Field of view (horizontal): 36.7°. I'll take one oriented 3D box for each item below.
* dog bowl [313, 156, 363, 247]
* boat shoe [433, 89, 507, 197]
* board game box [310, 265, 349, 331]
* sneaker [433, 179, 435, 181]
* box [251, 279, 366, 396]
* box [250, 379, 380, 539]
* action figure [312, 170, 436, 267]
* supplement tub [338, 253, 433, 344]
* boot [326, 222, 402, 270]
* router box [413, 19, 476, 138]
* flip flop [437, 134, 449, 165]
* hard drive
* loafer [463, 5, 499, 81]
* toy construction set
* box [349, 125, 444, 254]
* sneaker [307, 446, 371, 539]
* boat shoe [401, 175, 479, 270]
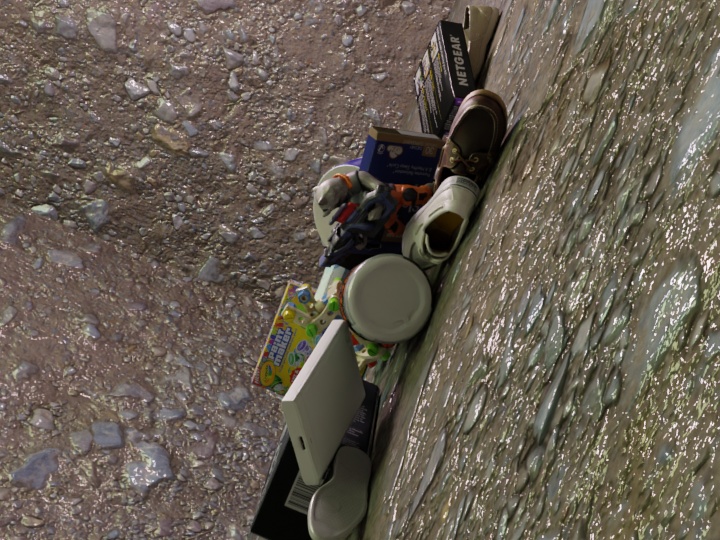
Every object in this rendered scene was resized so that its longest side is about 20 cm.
[{"bbox_3d":[0.008,-0.110,2.045,0.079,0.200,0.201,-24,-34,-48],"label":"dog bowl"},{"bbox_3d":[0.141,-0.148,1.425,0.201,0.070,0.071,102,-166,-55],"label":"boat shoe"},{"bbox_3d":[0.007,0.015,1.862,0.199,0.043,0.201,15,-82,-58],"label":"board game box"},{"bbox_3d":[0.111,-0.118,1.744,0.201,0.073,0.080,-93,27,-60],"label":"sneaker"},{"bbox_3d":[-0.082,0.147,2.057,0.122,0.191,0.202,-134,65,-86],"label":"box"},{"bbox_3d":[-0.065,0.282,1.628,0.197,0.123,0.201,-73,5,-65],"label":"box"},{"bbox_3d":[0.011,-0.085,1.542,0.200,0.192,0.106,-40,50,43],"label":"action figure"},{"bbox_3d":[0.031,0.042,1.541,0.200,0.121,0.124,148,144,-84],"label":"supplement tub"},{"bbox_3d":[0.000,0.000,1.739,0.201,0.167,0.076,-57,45,10],"label":"boot"},{"bbox_3d":[0.150,-0.323,1.939,0.150,0.050,0.202,116,154,-50],"label":"router box"},{"bbox_3d":[0.139,-0.166,1.621,0.081,0.057,0.201,117,173,-57],"label":"flip flop"},{"bbox_3d":[-0.047,0.175,1.473,0.200,0.026,0.133,-56,-42,-56],"label":"hard drive"},{"bbox_3d":[0.198,-0.407,2.018,0.076,0.068,0.202,123,168,-72],"label":"loafer"},{"bbox_3d":[-0.018,0.092,1.704,0.130,0.200,0.093,-30,38,20],"label":"toy construction set"},{"bbox_3d":[0.043,-0.109,1.612,0.032,0.120,0.202,45,125,50],"label":"box"},{"bbox_3d":[-0.035,0.321,1.412,0.200,0.070,0.100,-63,-6,-67],"label":"sneaker"},{"bbox_3d":[0.101,-0.045,1.463,0.200,0.070,0.070,-54,14,55],"label":"boat shoe"}]
